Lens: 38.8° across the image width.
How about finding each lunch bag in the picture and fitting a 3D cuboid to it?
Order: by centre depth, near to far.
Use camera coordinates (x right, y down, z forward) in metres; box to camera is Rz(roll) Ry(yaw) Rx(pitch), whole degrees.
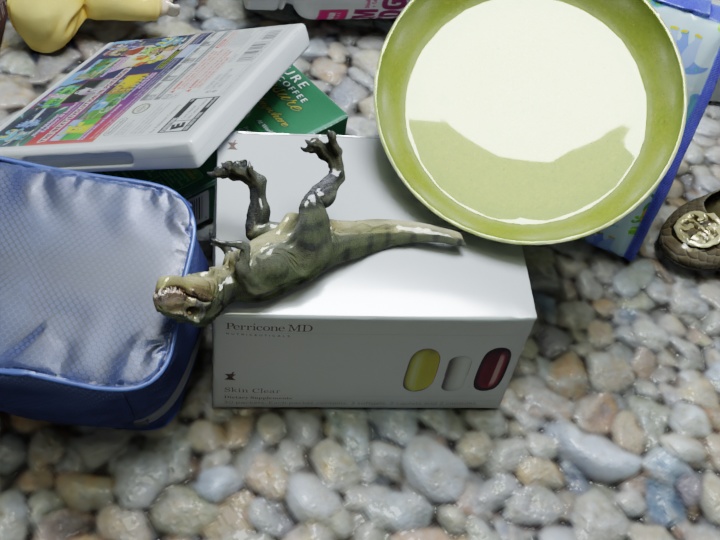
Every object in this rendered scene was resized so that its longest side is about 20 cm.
[{"bbox_3d":[-0.197,0.021,0.636,0.198,0.132,0.137,11,67,-1],"label":"lunch bag"},{"bbox_3d":[0.166,-0.133,0.764,0.169,0.201,0.128,19,52,8],"label":"lunch bag"}]

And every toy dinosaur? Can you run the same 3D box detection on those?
[{"bbox_3d":[-0.038,-0.029,0.603,0.199,0.047,0.089,-17,88,-24],"label":"toy dinosaur"}]

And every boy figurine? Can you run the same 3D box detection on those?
[{"bbox_3d":[-0.210,-0.249,0.886,0.124,0.065,0.200,38,57,20],"label":"boy figurine"}]

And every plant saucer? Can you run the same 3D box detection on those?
[{"bbox_3d":[0.108,-0.110,0.664,0.198,0.031,0.202,-1,77,3],"label":"plant saucer"}]

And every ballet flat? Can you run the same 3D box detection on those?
[{"bbox_3d":[0.322,-0.054,0.822,0.199,0.047,0.068,-20,57,-22],"label":"ballet flat"}]

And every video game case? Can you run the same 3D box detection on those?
[{"bbox_3d":[-0.153,-0.125,0.738,0.181,0.023,0.200,0,34,22],"label":"video game case"}]

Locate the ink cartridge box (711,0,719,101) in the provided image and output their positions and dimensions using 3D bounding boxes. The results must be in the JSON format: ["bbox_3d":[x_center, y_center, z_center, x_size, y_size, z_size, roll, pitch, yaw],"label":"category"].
[{"bbox_3d":[0.366,-0.251,0.959,0.144,0.084,0.201,5,52,-5],"label":"ink cartridge box"}]

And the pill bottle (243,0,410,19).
[{"bbox_3d":[-0.005,-0.282,0.909,0.198,0.114,0.114,-3,53,-10],"label":"pill bottle"}]

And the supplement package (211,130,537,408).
[{"bbox_3d":[0.000,0.000,0.692,0.198,0.111,0.157,1,52,-7],"label":"supplement package"}]

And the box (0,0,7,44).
[{"bbox_3d":[-0.347,-0.224,0.841,0.099,0.075,0.201,0,51,-8],"label":"box"}]

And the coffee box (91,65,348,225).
[{"bbox_3d":[-0.121,-0.102,0.796,0.199,0.044,0.123,-32,61,-28],"label":"coffee box"}]
